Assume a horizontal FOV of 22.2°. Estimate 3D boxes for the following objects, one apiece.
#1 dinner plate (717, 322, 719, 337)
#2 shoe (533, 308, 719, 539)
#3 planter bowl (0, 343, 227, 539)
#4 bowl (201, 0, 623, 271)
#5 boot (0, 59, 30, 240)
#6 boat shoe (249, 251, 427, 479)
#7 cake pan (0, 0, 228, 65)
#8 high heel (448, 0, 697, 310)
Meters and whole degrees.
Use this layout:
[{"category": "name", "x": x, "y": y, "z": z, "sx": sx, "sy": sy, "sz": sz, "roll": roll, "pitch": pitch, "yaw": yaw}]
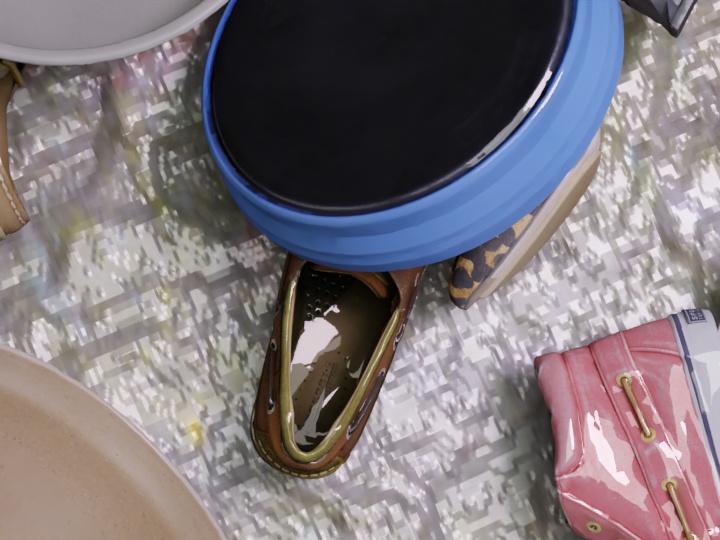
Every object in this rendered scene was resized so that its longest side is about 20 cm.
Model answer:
[{"category": "dinner plate", "x": 0.269, "y": 0.054, "z": 0.882, "sx": 0.200, "sy": 0.024, "sz": 0.201, "roll": 2, "pitch": 102, "yaw": 10}, {"category": "shoe", "x": 0.145, "y": 0.124, "z": 0.866, "sx": 0.091, "sy": 0.071, "sz": 0.200, "roll": -15, "pitch": 91, "yaw": 7}, {"category": "planter bowl", "x": -0.159, "y": 0.145, "z": 0.770, "sx": 0.135, "sy": 0.200, "sz": 0.200, "roll": -43, "pitch": 90, "yaw": 17}, {"category": "bowl", "x": 0.018, "y": -0.097, "z": 0.826, "sx": 0.200, "sy": 0.039, "sz": 0.201, "roll": -13, "pitch": 59, "yaw": 22}, {"category": "boot", "x": -0.143, "y": -0.124, "z": 0.852, "sx": 0.155, "sy": 0.073, "sz": 0.200, "roll": -17, "pitch": 80, "yaw": -10}, {"category": "boat shoe", "x": 0.000, "y": 0.000, "z": 0.856, "sx": 0.072, "sy": 0.068, "sz": 0.200, "roll": 12, "pitch": 81, "yaw": -5}, {"category": "cake pan", "x": -0.131, "y": -0.179, "z": 0.809, "sx": 0.200, "sy": 0.037, "sz": 0.201, "roll": 1, "pitch": 76, "yaw": -6}, {"category": "high heel", "x": 0.056, "y": -0.092, "z": 0.885, "sx": 0.142, "sy": 0.071, "sz": 0.200, "roll": 31, "pitch": 83, "yaw": 9}]
